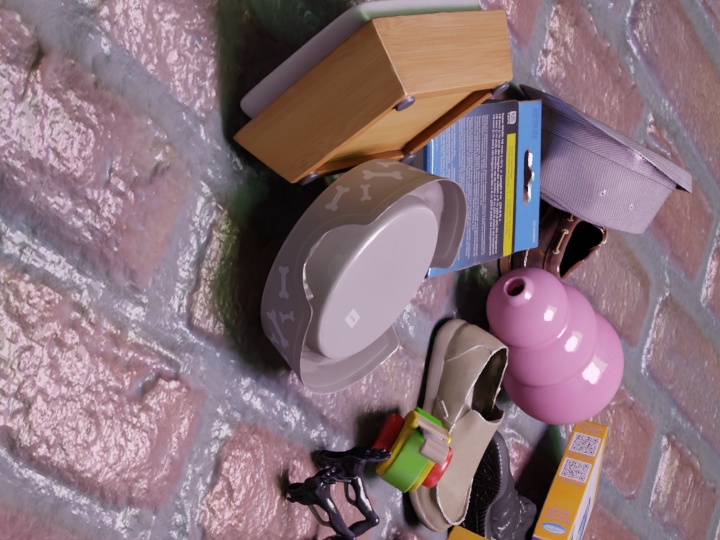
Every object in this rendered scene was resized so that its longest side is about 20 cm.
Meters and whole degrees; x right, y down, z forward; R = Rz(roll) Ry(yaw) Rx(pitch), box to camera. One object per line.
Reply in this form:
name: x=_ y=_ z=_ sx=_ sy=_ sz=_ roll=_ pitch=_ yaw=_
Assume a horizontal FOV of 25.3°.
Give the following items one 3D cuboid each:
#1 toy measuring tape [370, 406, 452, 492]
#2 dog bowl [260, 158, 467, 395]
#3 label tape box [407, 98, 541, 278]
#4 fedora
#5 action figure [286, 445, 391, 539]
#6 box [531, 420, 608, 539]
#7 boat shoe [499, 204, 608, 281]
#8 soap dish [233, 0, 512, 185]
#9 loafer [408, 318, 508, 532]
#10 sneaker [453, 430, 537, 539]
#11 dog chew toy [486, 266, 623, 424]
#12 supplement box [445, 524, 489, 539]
toy measuring tape: x=0.045 y=0.163 z=1.382 sx=0.200 sy=0.073 sz=0.074 roll=-103 pitch=-161 yaw=-87
dog bowl: x=0.000 y=0.000 z=1.271 sx=0.200 sy=0.059 sz=0.201 roll=-41 pitch=152 yaw=-27
label tape box: x=0.089 y=-0.080 z=1.445 sx=0.200 sy=0.063 sz=0.145 roll=-14 pitch=108 yaw=-55
fedora: x=0.223 y=-0.096 z=1.562 sx=0.199 sy=0.177 sz=0.091 roll=24 pitch=95 yaw=-28
action figure: x=-0.004 y=0.257 z=1.344 sx=0.119 sy=0.102 sz=0.201 roll=-24 pitch=113 yaw=-54
box: x=0.211 y=0.265 z=1.674 sx=0.200 sy=0.041 sz=0.119 roll=-57 pitch=157 yaw=-45
boat shoe: x=0.219 y=-0.035 z=1.649 sx=0.200 sy=0.070 sz=0.071 roll=-42 pitch=126 yaw=-47
soap dish: x=0.017 y=-0.139 z=1.240 sx=0.200 sy=0.157 sz=0.081 roll=-17 pitch=75 yaw=-55
loafer: x=0.094 y=0.147 z=1.497 sx=0.076 sy=0.068 sz=0.201 roll=8 pitch=89 yaw=-55
sneaker: x=0.136 y=0.238 z=1.595 sx=0.104 sy=0.060 sz=0.201 roll=-22 pitch=119 yaw=-54
dog chew toy: x=0.181 y=0.066 z=1.558 sx=0.200 sy=0.124 sz=0.125 roll=54 pitch=53 yaw=-50
supplement box: x=0.094 y=0.382 z=1.442 sx=0.200 sy=0.132 sz=0.198 roll=-52 pitch=155 yaw=-38
